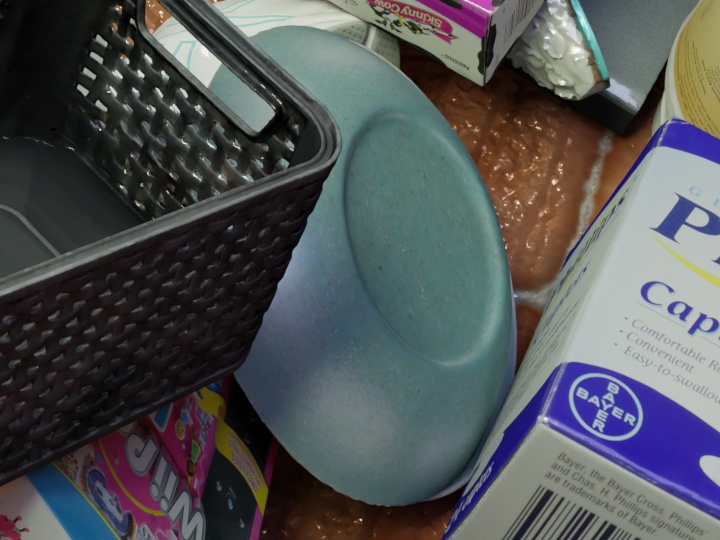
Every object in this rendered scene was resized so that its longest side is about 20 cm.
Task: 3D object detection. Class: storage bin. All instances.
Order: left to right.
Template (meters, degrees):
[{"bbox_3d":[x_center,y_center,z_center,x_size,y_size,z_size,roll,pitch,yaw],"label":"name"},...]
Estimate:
[{"bbox_3d":[-0.120,-0.019,0.557,0.135,0.094,0.199,43,39,20],"label":"storage bin"}]

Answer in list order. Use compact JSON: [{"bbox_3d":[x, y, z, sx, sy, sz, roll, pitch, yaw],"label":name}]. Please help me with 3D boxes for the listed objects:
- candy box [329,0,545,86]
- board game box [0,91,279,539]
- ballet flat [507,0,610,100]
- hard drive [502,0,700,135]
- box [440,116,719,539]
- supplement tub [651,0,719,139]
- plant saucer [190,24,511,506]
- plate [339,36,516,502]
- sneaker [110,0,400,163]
[{"bbox_3d":[0.050,-0.197,0.835,0.136,0.061,0.200,31,69,14],"label":"candy box"},{"bbox_3d":[-0.092,0.054,0.685,0.064,0.148,0.201,-15,33,20],"label":"board game box"},{"bbox_3d":[0.056,-0.154,0.893,0.071,0.072,0.201,-10,64,-20],"label":"ballet flat"},{"bbox_3d":[0.078,-0.171,0.955,0.199,0.033,0.140,32,59,2],"label":"hard drive"},{"bbox_3d":[0.160,0.064,0.789,0.183,0.105,0.200,29,46,0],"label":"box"},{"bbox_3d":[0.223,-0.100,0.859,0.143,0.200,0.145,6,61,-12],"label":"supplement tub"},{"bbox_3d":[0.012,-0.008,0.764,0.201,0.039,0.202,26,56,-46],"label":"plant saucer"},{"bbox_3d":[0.000,0.000,0.799,0.200,0.025,0.202,27,54,-45],"label":"plate"},{"bbox_3d":[-0.084,-0.071,0.846,0.199,0.071,0.080,-24,42,-17],"label":"sneaker"}]
